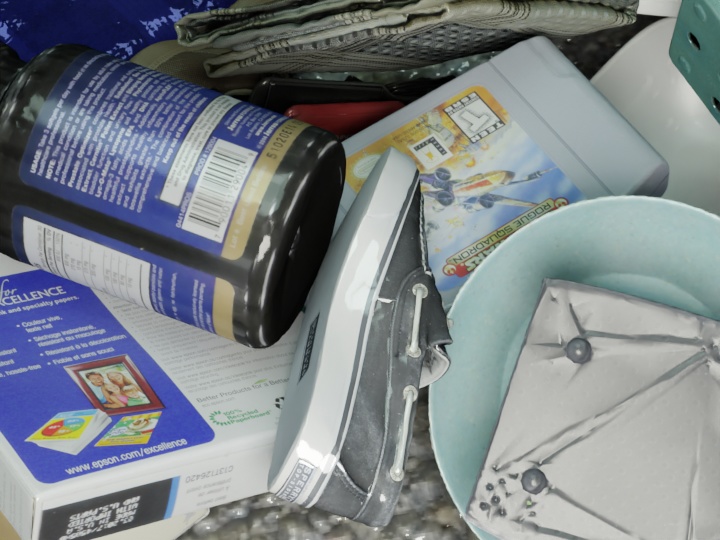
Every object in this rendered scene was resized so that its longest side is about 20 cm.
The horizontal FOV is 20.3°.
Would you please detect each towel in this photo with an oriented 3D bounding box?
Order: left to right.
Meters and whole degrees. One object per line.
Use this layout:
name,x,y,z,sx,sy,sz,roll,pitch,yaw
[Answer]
towel,-0.151,-0.180,1.293,0.199,0.050,0.148,-34,61,-23
towel,0.026,-0.131,1.106,0.192,0.035,0.199,-4,0,41

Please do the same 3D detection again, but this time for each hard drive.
hard drive,0.161,0.093,0.959,0.199,0.042,0.136,19,89,1

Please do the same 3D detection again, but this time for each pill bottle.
pill bottle,-0.117,-0.045,0.986,0.199,0.112,0.112,20,53,10

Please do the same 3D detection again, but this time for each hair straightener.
hair straightener,0.020,-0.102,1.170,0.199,0.041,0.077,-10,37,-32

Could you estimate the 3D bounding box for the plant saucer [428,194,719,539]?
plant saucer,0.132,0.064,1.000,0.199,0.039,0.203,0,91,-1

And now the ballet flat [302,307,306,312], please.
ballet flat,0.000,0.000,1.105,0.199,0.068,0.067,13,44,14

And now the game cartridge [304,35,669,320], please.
game cartridge,0.055,-0.034,1.054,0.199,0.042,0.133,-30,51,-13

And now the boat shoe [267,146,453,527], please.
boat shoe,0.011,0.030,0.957,0.067,0.072,0.201,23,49,-11

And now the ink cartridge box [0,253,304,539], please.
ink cartridge box,-0.119,0.043,0.997,0.197,0.047,0.200,-12,39,-33

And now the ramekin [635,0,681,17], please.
ramekin,0.188,-0.204,1.196,0.201,0.095,0.202,4,13,-1

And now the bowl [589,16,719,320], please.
bowl,0.204,-0.038,1.110,0.199,0.075,0.200,25,57,25

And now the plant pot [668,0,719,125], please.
plant pot,0.269,-0.145,1.044,0.199,0.141,0.142,-32,72,-9

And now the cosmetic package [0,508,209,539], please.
cosmetic package,-0.180,0.077,1.048,0.105,0.071,0.200,-37,55,-25

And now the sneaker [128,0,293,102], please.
sneaker,-0.073,-0.107,1.189,0.075,0.071,0.200,41,36,8
